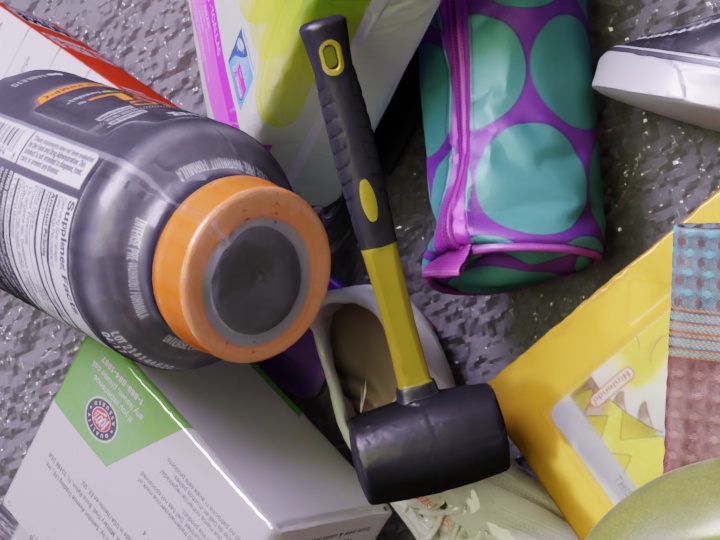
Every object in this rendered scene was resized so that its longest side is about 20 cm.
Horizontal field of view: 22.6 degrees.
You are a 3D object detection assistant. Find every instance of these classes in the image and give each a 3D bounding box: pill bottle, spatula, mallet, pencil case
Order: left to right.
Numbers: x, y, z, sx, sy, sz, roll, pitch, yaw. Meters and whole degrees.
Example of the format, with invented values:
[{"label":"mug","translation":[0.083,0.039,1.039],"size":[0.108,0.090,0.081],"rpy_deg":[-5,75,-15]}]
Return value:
[{"label":"pill bottle","translation":[-0.096,-0.020,0.772],"size":[0.200,0.106,0.107],"rpy_deg":[22,94,50]},{"label":"spatula","translation":[-0.002,-0.036,0.869],"size":[0.056,0.021,0.201],"rpy_deg":[30,96,19]},{"label":"mallet","translation":[0.000,0.000,0.733],"size":[0.066,0.041,0.201],"rpy_deg":[-22,99,-1]},{"label":"pencil case","translation":[0.059,-0.092,0.797],"size":[0.085,0.092,0.201],"rpy_deg":[-13,77,40]}]

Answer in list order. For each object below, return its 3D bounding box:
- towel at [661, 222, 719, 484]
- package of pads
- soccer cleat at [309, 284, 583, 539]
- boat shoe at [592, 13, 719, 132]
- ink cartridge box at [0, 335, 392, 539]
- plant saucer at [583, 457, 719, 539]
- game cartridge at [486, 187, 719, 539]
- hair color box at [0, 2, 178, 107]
[{"label":"towel","translation":[0.211,0.055,0.681],"size":[0.199,0.022,0.148],"rpy_deg":[3,90,27]},{"label":"package of pads","translation":[-0.021,-0.146,0.804],"size":[0.200,0.068,0.155],"rpy_deg":[121,144,-53]},{"label":"soccer cleat","translation":[0.036,0.091,0.793],"size":[0.069,0.077,0.201],"rpy_deg":[-42,64,20]},{"label":"boat shoe","translation":[0.182,-0.090,0.722],"size":[0.199,0.071,0.068],"rpy_deg":[8,85,47]},{"label":"ink cartridge box","translation":[-0.098,0.144,0.846],"size":[0.145,0.084,0.201],"rpy_deg":[44,117,30]},{"label":"plant saucer","translation":[0.159,0.172,0.694],"size":[0.199,0.031,0.201],"rpy_deg":[6,103,28]},{"label":"game cartridge","translation":[0.168,0.077,0.729],"size":[0.176,0.032,0.201],"rpy_deg":[-42,69,20]},{"label":"hair color box","translation":[-0.140,-0.046,0.933],"size":[0.200,0.064,0.111],"rpy_deg":[35,101,29]}]
